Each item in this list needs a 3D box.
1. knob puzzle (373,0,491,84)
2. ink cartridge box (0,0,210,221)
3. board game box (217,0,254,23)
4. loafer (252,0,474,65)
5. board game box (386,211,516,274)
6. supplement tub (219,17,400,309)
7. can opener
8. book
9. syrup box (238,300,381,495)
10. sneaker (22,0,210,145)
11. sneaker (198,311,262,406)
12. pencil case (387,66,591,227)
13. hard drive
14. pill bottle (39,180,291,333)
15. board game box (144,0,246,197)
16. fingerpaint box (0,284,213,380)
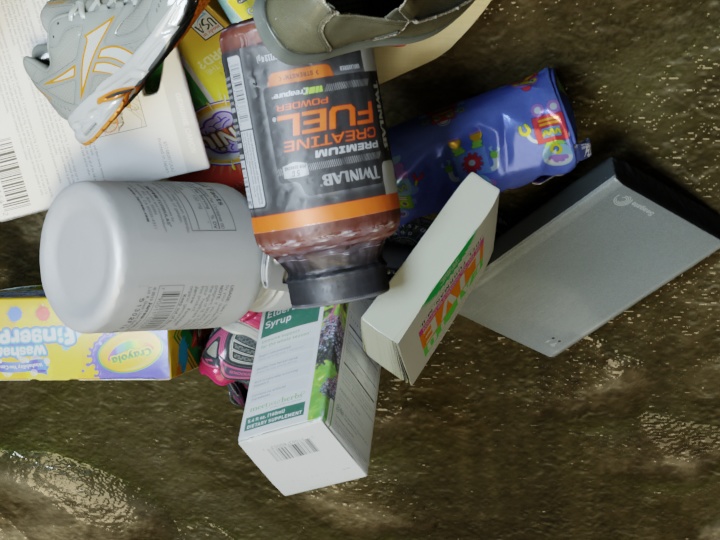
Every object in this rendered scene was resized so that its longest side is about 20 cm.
[{"bbox_3d":[0.008,-0.228,1.405,0.218,0.031,0.221,1,123,2],"label":"knob puzzle"},{"bbox_3d":[-0.223,-0.154,1.464,0.175,0.045,0.201,-13,110,1],"label":"ink cartridge box"},{"bbox_3d":[-0.046,-0.248,1.348,0.150,0.047,0.200,-23,120,17],"label":"board game box"},{"bbox_3d":[0.022,-0.187,1.265,0.070,0.200,0.076,-25,93,52],"label":"loafer"},{"bbox_3d":[0.018,-0.012,1.621,0.135,0.028,0.200,31,131,-20],"label":"board game box"},{"bbox_3d":[-0.030,-0.078,1.323,0.106,0.107,0.201,-10,93,18],"label":"supplement tub"},{"bbox_3d":[0.000,0.000,1.501,0.067,0.054,0.199,18,-174,40],"label":"can opener"},{"bbox_3d":[0.054,0.007,1.447,0.048,0.134,0.200,35,173,9],"label":"book"},{"bbox_3d":[-0.035,0.075,1.553,0.078,0.201,0.082,-16,133,24],"label":"syrup box"},{"bbox_3d":[-0.180,-0.173,1.367,0.092,0.076,0.200,41,132,-7],"label":"sneaker"},{"bbox_3d":[-0.078,0.096,1.679,0.080,0.075,0.200,25,165,39],"label":"sneaker"},{"bbox_3d":[0.075,-0.086,1.475,0.199,0.078,0.087,-19,115,7],"label":"pencil case"},{"bbox_3d":[0.181,-0.008,1.573,0.139,0.033,0.200,25,133,-34],"label":"hard drive"},{"bbox_3d":[-0.137,-0.011,1.480,0.199,0.115,0.114,-1,147,-41],"label":"pill bottle"},{"bbox_3d":[-0.108,-0.127,1.521,0.153,0.040,0.200,-29,123,32],"label":"board game box"},{"bbox_3d":[-0.235,0.050,1.626,0.199,0.167,0.074,-1,93,11],"label":"fingerpaint box"}]
